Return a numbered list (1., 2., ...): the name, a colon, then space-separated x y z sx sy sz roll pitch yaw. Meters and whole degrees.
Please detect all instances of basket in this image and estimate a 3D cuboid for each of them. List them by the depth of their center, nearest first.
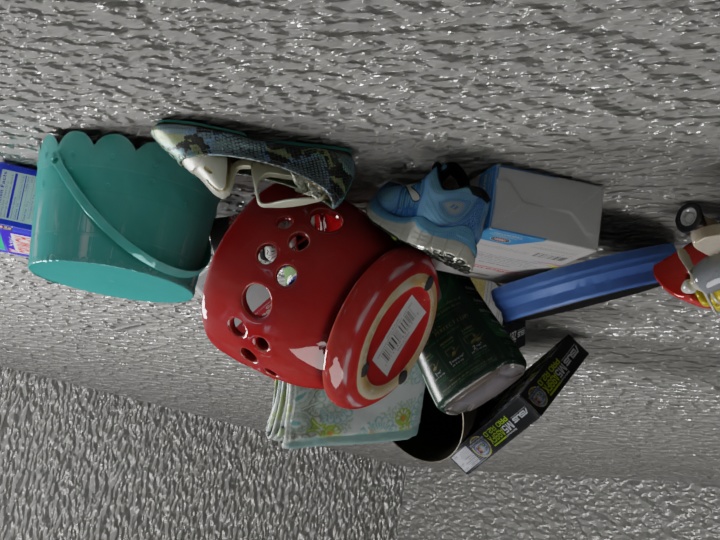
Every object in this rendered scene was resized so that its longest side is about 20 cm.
1. basket: 0.120 0.168 2.157 0.136 0.181 0.200 -33 175 28

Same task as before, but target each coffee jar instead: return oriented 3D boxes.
1. coffee jar: 0.089 0.047 1.591 0.104 0.200 0.085 -36 155 19

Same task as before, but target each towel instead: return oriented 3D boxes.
1. towel: -0.009 0.124 1.748 0.199 0.172 0.048 -2 -156 -26

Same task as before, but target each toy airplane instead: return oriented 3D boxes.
1. toy airplane: 0.382 0.007 1.362 0.199 0.142 0.199 9 167 1

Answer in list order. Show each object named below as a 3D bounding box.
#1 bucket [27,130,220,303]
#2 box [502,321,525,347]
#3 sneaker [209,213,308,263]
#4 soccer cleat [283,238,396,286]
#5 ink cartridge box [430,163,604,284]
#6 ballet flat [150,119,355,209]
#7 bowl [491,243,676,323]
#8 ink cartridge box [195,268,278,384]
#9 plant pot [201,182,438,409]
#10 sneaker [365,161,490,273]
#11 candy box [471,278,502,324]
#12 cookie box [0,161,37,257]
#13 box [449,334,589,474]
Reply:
1. bucket: -0.249 -0.051 1.550 0.206 0.135 0.207 8 168 2
2. box: 0.107 0.085 2.004 0.199 0.049 0.161 4 -174 22
3. sneaker: -0.104 -0.031 1.694 0.107 0.068 0.201 -5 176 3
4. soccer cleat: 0.000 0.000 1.723 0.199 0.084 0.065 1 165 29
5. ink cartridge box: 0.145 -0.042 1.473 0.115 0.068 0.200 11 167 -16
6. ballet flat: -0.106 -0.097 1.407 0.199 0.075 0.074 8 167 3
7. bowl: 0.238 0.016 1.559 0.200 0.040 0.201 -14 175 -1
8. ink cartridge box: -0.108 0.072 1.825 0.144 0.084 0.200 51 174 -34
9. plant pot: -0.034 0.028 1.503 0.182 0.201 0.200 26 177 29
10. sneaker: 0.075 -0.060 1.419 0.078 0.090 0.200 27 -178 -25
11. candy box: 0.100 0.025 1.831 0.115 0.056 0.200 4 167 21
12. cookie box: -0.336 -0.054 1.734 0.199 0.076 0.171 12 168 -12
13. box: 0.226 0.194 2.129 0.044 0.160 0.200 45 136 2
